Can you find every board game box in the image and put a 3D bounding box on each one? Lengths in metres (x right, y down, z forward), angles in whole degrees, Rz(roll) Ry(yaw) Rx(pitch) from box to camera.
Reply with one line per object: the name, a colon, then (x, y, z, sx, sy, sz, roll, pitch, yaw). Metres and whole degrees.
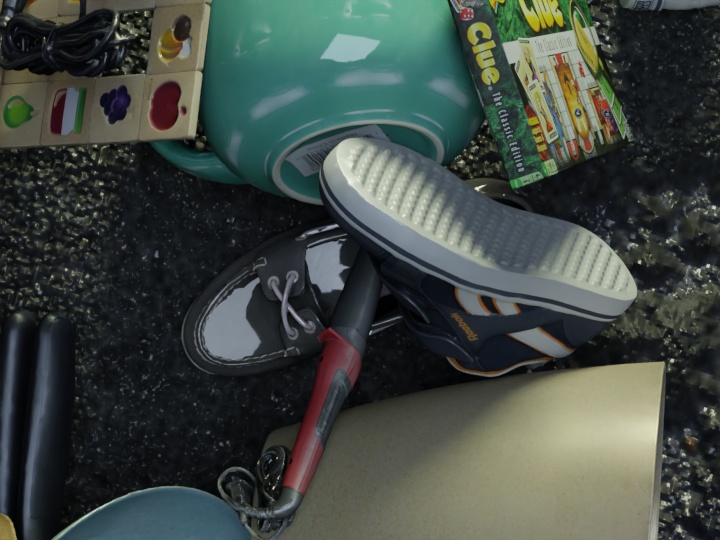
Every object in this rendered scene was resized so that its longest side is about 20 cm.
board game box: (0.092, -0.102, 1.277, 0.023, 0.200, 0.105, -21, 91, 19)

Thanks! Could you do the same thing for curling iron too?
curling iron: (-0.019, 0.043, 1.265, 0.049, 0.026, 0.201, 5, 60, 34)

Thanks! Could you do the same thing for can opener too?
can opener: (-0.172, 0.120, 1.309, 0.063, 0.078, 0.202, -5, 85, 31)

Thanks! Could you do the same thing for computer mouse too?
computer mouse: (-0.117, -0.181, 1.245, 0.046, 0.140, 0.201, 19, 79, -30)

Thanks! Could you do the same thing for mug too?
mug: (-0.015, -0.095, 1.277, 0.151, 0.185, 0.115, 2, 62, -23)

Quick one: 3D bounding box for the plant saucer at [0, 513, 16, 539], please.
plant saucer: (-0.228, 0.202, 1.219, 0.035, 0.200, 0.201, 28, 85, -19)

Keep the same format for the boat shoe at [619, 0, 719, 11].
boat shoe: (0.184, -0.239, 1.349, 0.085, 0.075, 0.204, 1, 90, -7)

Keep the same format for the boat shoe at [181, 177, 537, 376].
boat shoe: (0.000, 0.000, 1.327, 0.199, 0.057, 0.067, -22, 91, -7)

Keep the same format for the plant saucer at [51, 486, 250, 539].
plant saucer: (-0.132, 0.195, 1.273, 0.200, 0.039, 0.202, -23, 124, -39)

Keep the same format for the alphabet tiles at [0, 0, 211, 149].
alphabet tiles: (-0.134, -0.161, 1.279, 0.008, 0.166, 0.202, 19, 75, -51)

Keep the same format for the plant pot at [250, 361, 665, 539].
plant pot: (0.049, 0.133, 1.282, 0.198, 0.187, 0.189, 4, 88, 8)

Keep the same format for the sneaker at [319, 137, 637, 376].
sneaker: (0.045, 0.003, 1.248, 0.199, 0.079, 0.079, 23, 124, -37)
